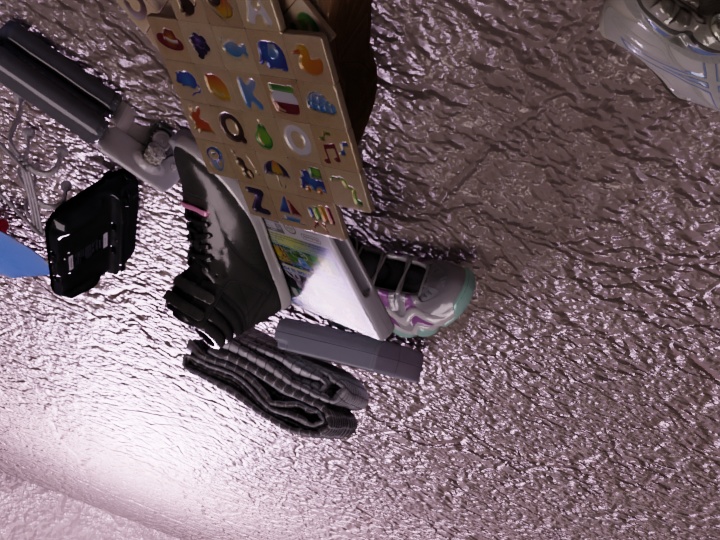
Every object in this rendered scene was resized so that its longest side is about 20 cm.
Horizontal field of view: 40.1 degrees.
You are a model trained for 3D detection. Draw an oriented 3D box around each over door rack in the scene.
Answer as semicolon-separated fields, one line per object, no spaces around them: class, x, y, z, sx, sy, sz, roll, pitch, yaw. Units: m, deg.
over door rack;-0.361;-0.129;0.957;0.198;0.067;0.148;33;153;3

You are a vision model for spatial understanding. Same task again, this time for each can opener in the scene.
can opener;-0.239;-0.135;0.868;0.199;0.053;0.066;37;149;-29

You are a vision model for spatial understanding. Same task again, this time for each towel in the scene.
towel;-0.097;0.127;1.122;0.197;0.087;0.166;23;177;15

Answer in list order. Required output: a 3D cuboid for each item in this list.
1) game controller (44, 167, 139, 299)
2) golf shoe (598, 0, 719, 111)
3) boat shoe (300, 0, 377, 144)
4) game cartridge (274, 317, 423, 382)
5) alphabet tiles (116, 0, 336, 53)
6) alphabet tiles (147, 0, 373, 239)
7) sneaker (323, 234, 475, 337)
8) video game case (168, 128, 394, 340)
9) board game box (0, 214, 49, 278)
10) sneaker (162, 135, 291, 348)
game controller;-0.279;-0.034;1.026;0.042;0.103;0.201;55;155;14
golf shoe;0.233;-0.124;0.587;0.198;0.079;0.097;32;168;-10
boat shoe;-0.034;-0.145;0.712;0.071;0.073;0.201;25;154;16
game cartridge;-0.001;0.089;1.068;0.131;0.041;0.200;16;175;17
alphabet tiles;-0.102;-0.192;0.662;0.167;0.006;0.199;49;147;-9
alphabet tiles;-0.071;-0.112;0.693;0.164;0.006;0.202;16;138;36
sneaker;0.000;0.000;0.929;0.198;0.079;0.140;-8;143;41
video game case;-0.071;-0.034;0.859;0.198;0.022;0.184;18;144;49
board game box;-0.451;-0.046;1.184;0.198;0.040;0.157;-4;150;46
sneaker;-0.132;-0.013;0.846;0.070;0.099;0.202;26;148;42
